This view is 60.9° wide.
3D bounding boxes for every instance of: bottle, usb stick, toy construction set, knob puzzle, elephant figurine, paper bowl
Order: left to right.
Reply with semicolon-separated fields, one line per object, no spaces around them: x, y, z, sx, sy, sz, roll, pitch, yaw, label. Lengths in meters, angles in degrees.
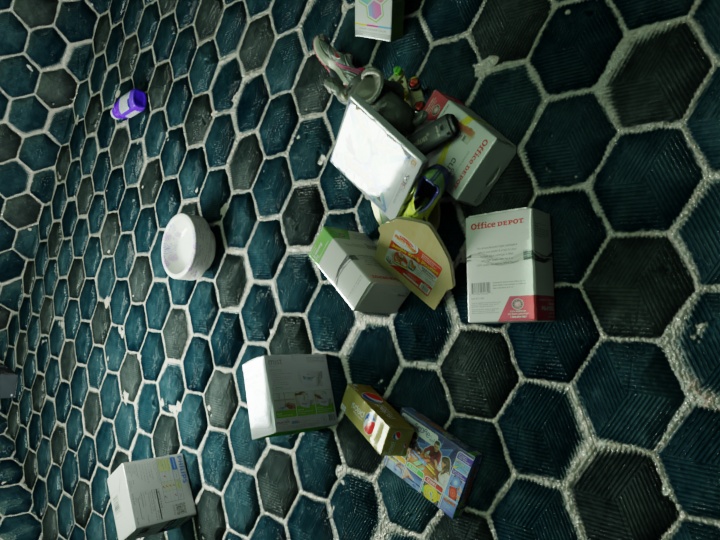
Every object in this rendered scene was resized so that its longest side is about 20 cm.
-0.892;-0.628;2.345;0.198;0.065;0.085;-10;78;43;bottle
-0.525;-0.071;1.904;0.199;0.104;0.204;-7;80;43;paper bowl
0.026;-0.358;1.276;0.142;0.153;0.203;119;133;-76;elephant figurine
0.085;-0.361;1.363;0.129;0.092;0.203;-16;81;16;toy construction set
0.110;-0.250;1.240;0.199;0.032;0.056;-26;65;33;usb stick
0.119;-0.035;1.246;0.218;0.030;0.221;32;144;27;knob puzzle

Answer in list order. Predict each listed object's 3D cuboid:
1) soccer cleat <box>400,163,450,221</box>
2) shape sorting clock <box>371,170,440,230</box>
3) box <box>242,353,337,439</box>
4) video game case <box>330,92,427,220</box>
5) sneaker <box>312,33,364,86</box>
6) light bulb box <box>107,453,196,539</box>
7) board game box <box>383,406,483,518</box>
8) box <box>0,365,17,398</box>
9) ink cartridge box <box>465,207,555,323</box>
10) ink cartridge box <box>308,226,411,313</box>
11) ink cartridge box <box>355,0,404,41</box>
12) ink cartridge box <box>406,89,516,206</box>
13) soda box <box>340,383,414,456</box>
0.113;-0.125;1.222;0.064;0.084;0.201;35;134;9;soccer cleat
0.095;-0.146;1.327;0.199;0.039;0.202;29;134;35;shape sorting clock
-0.164;0.294;1.452;0.096;0.198;0.179;-26;69;38;box
0.029;-0.220;1.218;0.200;0.022;0.183;46;145;15;video game case
-0.050;-0.520;1.527;0.074;0.080;0.201;-40;66;16;sneaker
-0.630;0.683;1.852;0.125;0.198;0.200;-42;59;33;light bulb box
0.144;0.389;1.257;0.199;0.034;0.137;27;103;42;board game box
-1.829;0.548;3.012;0.195;0.199;0.126;13;93;43;box
0.277;-0.005;1.142;0.144;0.084;0.203;-6;82;43;ink cartridge box
0.000;0.000;1.365;0.200;0.144;0.085;50;118;35;ink cartridge box
0.044;-0.633;1.385;0.103;0.059;0.202;21;126;29;ink cartridge box
0.197;-0.250;1.248;0.200;0.083;0.146;50;118;35;ink cartridge box
0.032;0.318;1.316;0.200;0.067;0.065;34;109;57;soda box
